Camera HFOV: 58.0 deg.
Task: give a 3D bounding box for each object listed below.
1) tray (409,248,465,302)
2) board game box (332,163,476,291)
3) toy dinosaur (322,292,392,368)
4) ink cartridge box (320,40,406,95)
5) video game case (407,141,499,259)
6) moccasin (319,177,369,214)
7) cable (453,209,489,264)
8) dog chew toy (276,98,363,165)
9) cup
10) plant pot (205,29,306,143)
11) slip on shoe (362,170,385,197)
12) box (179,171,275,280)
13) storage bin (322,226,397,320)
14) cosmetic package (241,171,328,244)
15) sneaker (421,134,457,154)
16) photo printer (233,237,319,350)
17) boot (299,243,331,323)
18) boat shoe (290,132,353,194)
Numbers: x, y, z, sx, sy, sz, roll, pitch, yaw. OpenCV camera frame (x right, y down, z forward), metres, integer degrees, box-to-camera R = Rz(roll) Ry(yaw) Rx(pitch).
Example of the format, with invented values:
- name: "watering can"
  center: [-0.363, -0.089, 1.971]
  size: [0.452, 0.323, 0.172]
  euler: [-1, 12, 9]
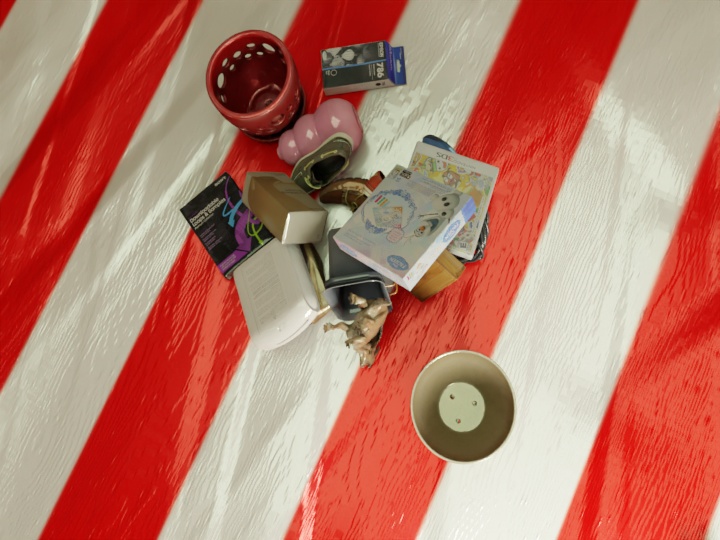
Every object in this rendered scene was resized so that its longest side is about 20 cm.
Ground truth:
- name: "tray"
  center: [0.126, 0.000, 1.287]
  size: [0.098, 0.200, 0.037]
  euler: [41, 70, -1]
- name: "board game box"
  center: [0.079, -0.086, 1.201]
  size: [0.200, 0.044, 0.198]
  euler: [-48, 48, -13]
- name: "toy dinosaur"
  center: [0.018, 0.104, 1.301]
  size: [0.201, 0.133, 0.087]
  euler: [-54, 54, 33]
- name: "ink cartridge box"
  center: [0.007, -0.470, 1.498]
  size: [0.194, 0.039, 0.103]
  euler: [-7, 77, 6]
- name: "video game case"
  center: [0.166, -0.143, 1.294]
  size: [0.177, 0.023, 0.205]
  euler: [19, 73, 7]
- name: "moccasin"
  center: [0.006, -0.154, 1.418]
  size: [0.195, 0.074, 0.080]
  euler: [5, 70, -1]
- name: "cable"
  center: [0.194, -0.105, 1.356]
  size: [0.200, 0.050, 0.164]
  euler: [45, 114, 14]
- name: "dog chew toy"
  center: [-0.095, -0.296, 1.437]
  size: [0.195, 0.124, 0.128]
  euler: [-21, 76, 11]
- name: "cup"
  center: [0.198, 0.264, 1.261]
  size: [0.194, 0.143, 0.207]
  euler: [-2, 78, 8]
- name: "plant pot"
  center: [-0.223, -0.394, 1.440]
  size: [0.194, 0.183, 0.207]
  euler: [-2, 78, 7]
- name: "slip on shoe"
  center: [0.093, -0.137, 1.333]
  size: [0.198, 0.074, 0.062]
  euler: [37, 104, 16]
- name: "box"
  center: [-0.301, -0.103, 1.467]
  size: [0.142, 0.036, 0.201]
  euler: [-38, 74, -1]
- name: "storage bin"
  center: [0.000, 0.000, 1.327]
  size: [0.141, 0.201, 0.138]
  euler: [-9, 68, 6]
- name: "cosmetic package"
  center: [-0.163, -0.135, 1.370]
  size: [0.199, 0.103, 0.073]
  euler: [41, 125, 41]
- name: "sneaker"
  center: [0.187, -0.206, 1.399]
  size: [0.082, 0.074, 0.202]
  euler: [-37, 75, 1]
- name: "photo printer"
  center: [-0.172, 0.051, 1.336]
  size: [0.165, 0.069, 0.204]
  euler: [-35, 58, 20]
- name: "boot"
  center: [-0.155, 0.032, 1.399]
  size: [0.163, 0.072, 0.204]
  euler: [-25, 67, 10]
- name: "boat shoe"
  center: [-0.091, -0.215, 1.396]
  size: [0.200, 0.071, 0.061]
  euler: [-35, 34, 38]
